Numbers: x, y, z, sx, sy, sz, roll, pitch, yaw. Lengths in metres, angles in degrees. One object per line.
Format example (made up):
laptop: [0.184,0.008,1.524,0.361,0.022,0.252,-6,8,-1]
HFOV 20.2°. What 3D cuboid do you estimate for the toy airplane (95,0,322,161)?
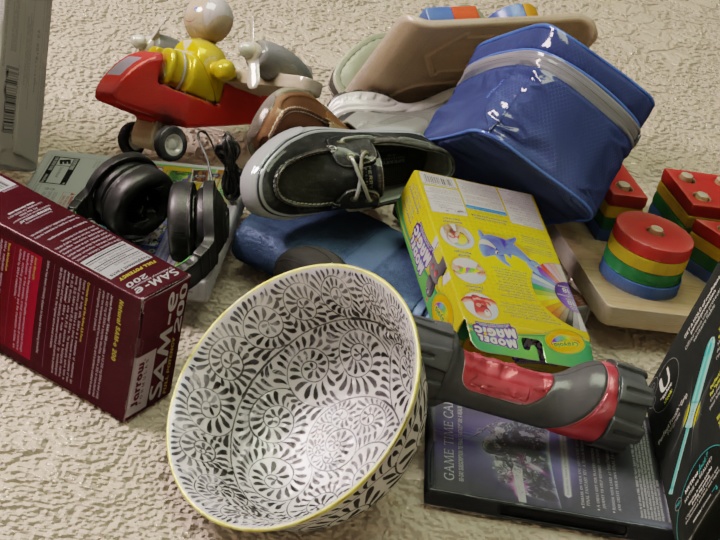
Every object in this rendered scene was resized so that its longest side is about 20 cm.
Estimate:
toy airplane: [-0.122,-0.177,1.807,0.199,0.142,0.199,0,9,7]

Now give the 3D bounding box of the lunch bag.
lunch bag: [0.149,-0.126,1.713,0.136,0.133,0.200,37,-13,-17]

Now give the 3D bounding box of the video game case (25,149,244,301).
video game case: [-0.194,-0.039,1.650,0.181,0.022,0.200,6,29,5]

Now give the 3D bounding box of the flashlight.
flashlight: [0.114,0.078,1.470,0.200,0.068,0.068,18,64,-19]

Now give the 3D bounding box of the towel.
towel: [0.000,0.000,1.651,0.200,0.049,0.112,25,33,20]

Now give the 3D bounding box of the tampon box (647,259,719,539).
tampon box: [0.304,0.109,1.460,0.126,0.150,0.200,19,30,-12]

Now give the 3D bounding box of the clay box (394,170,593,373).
clay box: [0.105,0.011,1.588,0.115,0.048,0.200,11,41,-24]

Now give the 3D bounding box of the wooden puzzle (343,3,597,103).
wooden puzzle: [0.095,-0.196,1.887,0.199,0.185,0.046,-1,65,-25]

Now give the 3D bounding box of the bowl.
bowl: [-0.026,0.105,1.389,0.094,0.201,0.201,45,1,-45]

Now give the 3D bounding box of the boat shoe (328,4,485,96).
boat shoe: [0.042,-0.204,1.997,0.201,0.061,0.072,-26,91,-35]

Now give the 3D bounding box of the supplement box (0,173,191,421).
supplement box: [-0.226,0.015,1.485,0.200,0.109,0.061,28,33,23]

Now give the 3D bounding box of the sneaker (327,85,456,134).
sneaker: [0.064,-0.122,1.866,0.200,0.074,0.079,-6,46,-20]

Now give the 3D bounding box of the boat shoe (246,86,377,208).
boat shoe: [-0.027,-0.100,1.709,0.072,0.076,0.200,28,3,28]

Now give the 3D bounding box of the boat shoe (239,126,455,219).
boat shoe: [-0.006,-0.084,1.636,0.200,0.072,0.071,-17,20,-40]

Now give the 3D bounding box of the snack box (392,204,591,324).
snack box: [0.110,-0.011,1.729,0.072,0.024,0.200,-8,36,-34]

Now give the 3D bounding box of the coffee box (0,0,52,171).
coffee box: [-0.361,-0.187,1.601,0.197,0.200,0.200,5,2,1]

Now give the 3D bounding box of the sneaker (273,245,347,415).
sneaker: [-0.032,0.049,1.527,0.079,0.076,0.200,-9,39,-23]

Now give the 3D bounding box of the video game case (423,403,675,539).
video game case: [0.146,0.142,1.496,0.199,0.019,0.143,9,30,-3]

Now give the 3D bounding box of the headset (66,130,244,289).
headset: [-0.152,-0.038,1.583,0.123,0.094,0.200,21,49,20]

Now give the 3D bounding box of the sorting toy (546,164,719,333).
sorting toy: [0.274,-0.024,1.744,0.199,0.070,0.199,7,29,-20]
